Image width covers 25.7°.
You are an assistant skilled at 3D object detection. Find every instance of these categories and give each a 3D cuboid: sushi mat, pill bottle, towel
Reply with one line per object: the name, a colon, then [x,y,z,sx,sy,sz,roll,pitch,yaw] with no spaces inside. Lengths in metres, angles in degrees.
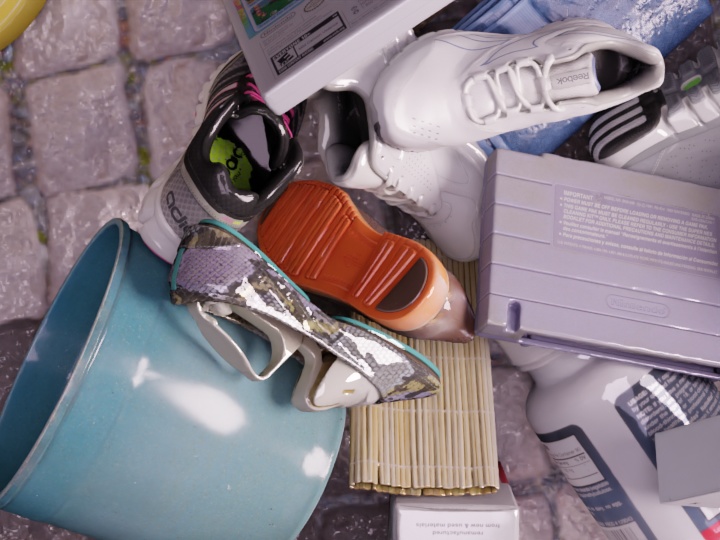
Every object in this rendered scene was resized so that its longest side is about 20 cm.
sushi mat: [0.040,0.059,1.051,0.095,0.012,0.201,2,53,-3]
pill bottle: [0.182,0.098,1.065,0.119,0.120,0.200,-34,94,2]
towel: [0.137,-0.156,1.081,0.200,0.049,0.112,-40,95,2]

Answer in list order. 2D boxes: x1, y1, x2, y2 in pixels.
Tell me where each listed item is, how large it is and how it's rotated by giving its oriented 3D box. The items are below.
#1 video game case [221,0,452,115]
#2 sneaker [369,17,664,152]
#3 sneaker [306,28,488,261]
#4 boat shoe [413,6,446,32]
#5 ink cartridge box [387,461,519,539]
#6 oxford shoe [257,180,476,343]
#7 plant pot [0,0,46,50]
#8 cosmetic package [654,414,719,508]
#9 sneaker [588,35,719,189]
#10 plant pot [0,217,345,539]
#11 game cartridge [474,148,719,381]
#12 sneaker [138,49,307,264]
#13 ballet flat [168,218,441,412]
video game case: [0.005,-0.202,1.011,0.200,0.182,0.024,-33,127,7]
sneaker: [0.100,-0.122,0.992,0.199,0.087,0.075,-18,104,-20]
sneaker: [0.018,-0.073,1.039,0.200,0.078,0.099,55,52,-24]
boat shoe: [0.034,-0.216,1.073,0.199,0.072,0.076,-32,63,6]
ink cartridge box: [0.059,0.238,1.060,0.085,0.148,0.201,-1,96,-1]
oxford shoe: [0.000,0.000,1.042,0.073,0.200,0.071,37,90,-42]
plant pot: [-0.300,-0.228,0.998,0.200,0.189,0.202,0,95,-2]
cosmetic package: [0.306,0.116,0.970,0.199,0.151,0.052,8,69,-28]
sneaker: [0.263,-0.096,1.062,0.199,0.075,0.116,-26,123,23]
plant pot: [-0.120,0.095,1.034,0.187,0.200,0.201,26,94,-18]
game cartridge: [0.173,-0.003,1.014,0.199,0.038,0.130,11,61,-11]
sneaker: [-0.069,-0.088,1.018,0.074,0.200,0.087,44,135,-18]
ballet flat: [-0.038,0.047,0.971,0.200,0.072,0.072,35,93,-25]
